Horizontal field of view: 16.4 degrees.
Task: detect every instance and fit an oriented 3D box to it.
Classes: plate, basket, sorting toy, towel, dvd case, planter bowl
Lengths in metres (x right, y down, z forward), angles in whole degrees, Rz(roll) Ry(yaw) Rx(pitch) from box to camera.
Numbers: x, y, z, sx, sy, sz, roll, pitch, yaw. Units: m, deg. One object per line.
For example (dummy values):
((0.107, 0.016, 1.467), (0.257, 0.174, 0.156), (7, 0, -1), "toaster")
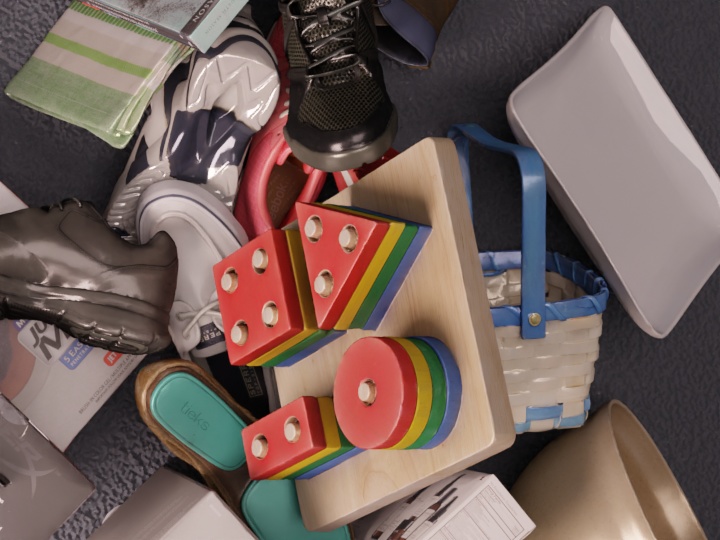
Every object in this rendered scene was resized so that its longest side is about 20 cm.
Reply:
((0.184, -0.069, 1.771), (0.200, 0.032, 0.200), (57, 35, -8), "plate")
((0.095, 0.006, 1.719), (0.138, 0.176, 0.201), (-1, 100, -13), "basket")
((-0.008, 0.043, 1.575), (0.069, 0.199, 0.201), (3, 67, -39), "sorting toy")
((-0.140, -0.179, 1.680), (0.200, 0.152, 0.023), (-53, 129, -10), "towel")
((-0.116, -0.224, 1.662), (0.146, 0.200, 0.022), (-51, 130, -10), "dvd case")
((0.163, 0.208, 1.739), (0.134, 0.200, 0.201), (-27, 97, 12), "planter bowl")

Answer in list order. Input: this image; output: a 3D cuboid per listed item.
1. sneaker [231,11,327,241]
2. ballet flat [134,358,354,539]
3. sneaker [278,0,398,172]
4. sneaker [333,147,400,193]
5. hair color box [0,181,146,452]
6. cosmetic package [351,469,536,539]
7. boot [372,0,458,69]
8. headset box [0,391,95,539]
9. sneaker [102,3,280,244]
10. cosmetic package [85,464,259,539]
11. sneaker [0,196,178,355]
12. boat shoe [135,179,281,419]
((-0.038, -0.099, 1.730), (0.073, 0.087, 0.201), (15, 85, -15), "sneaker")
((-0.081, 0.127, 1.668), (0.068, 0.072, 0.200), (-48, 113, -4), "ballet flat")
((-0.022, -0.149, 1.615), (0.076, 0.200, 0.115), (-11, 125, 7), "sneaker")
((0.000, 0.000, 1.669), (0.078, 0.200, 0.116), (21, 119, -33), "sneaker")
((-0.243, 0.016, 1.685), (0.200, 0.064, 0.111), (42, 80, -9), "hair color box")
((0.046, 0.174, 1.688), (0.082, 0.200, 0.051), (-39, 98, -12), "cosmetic package")
((0.012, -0.214, 1.708), (0.200, 0.074, 0.097), (28, 72, -50), "boot")
((-0.257, 0.111, 1.609), (0.149, 0.200, 0.075), (45, 78, -11), "headset box")
((-0.119, -0.103, 1.719), (0.079, 0.130, 0.200), (16, 123, -15), "sneaker")
((-0.125, 0.198, 1.644), (0.107, 0.200, 0.090), (-44, 97, -8), "cosmetic package")
((-0.213, -0.009, 1.627), (0.199, 0.076, 0.091), (16, 76, -11), "sneaker")
((-0.095, 0.033, 1.688), (0.073, 0.065, 0.200), (-22, 116, 12), "boat shoe")
